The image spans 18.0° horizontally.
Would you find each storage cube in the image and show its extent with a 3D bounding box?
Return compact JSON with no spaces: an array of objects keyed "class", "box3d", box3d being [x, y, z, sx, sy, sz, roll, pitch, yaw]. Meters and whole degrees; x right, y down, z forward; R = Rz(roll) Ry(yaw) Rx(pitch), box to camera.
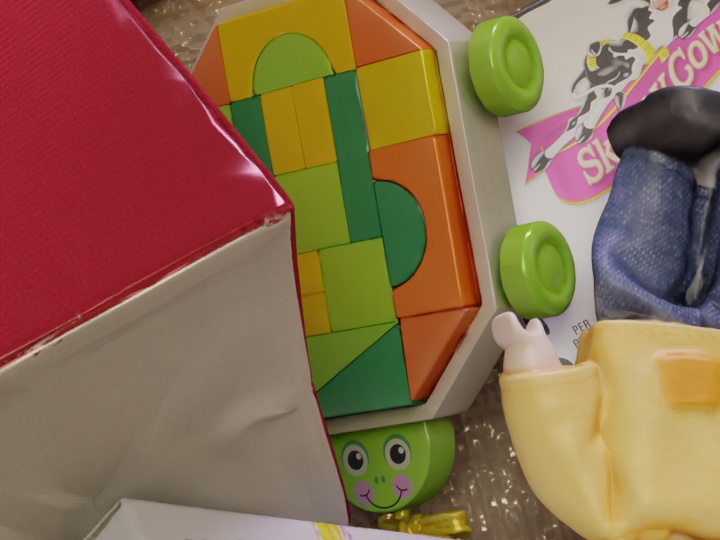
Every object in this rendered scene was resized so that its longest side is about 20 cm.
[{"class":"storage cube","box3d":[-0.128,0.019,0.713,0.199,0.171,0.180,-29,54,-16]}]

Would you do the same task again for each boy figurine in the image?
[{"class":"boy figurine","box3d":[0.098,0.045,0.719,0.124,0.064,0.201,15,71,-12]}]

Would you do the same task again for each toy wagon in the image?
[{"class":"toy wagon","box3d":[0.000,0.000,0.788,0.155,0.039,0.201,-11,87,37]}]

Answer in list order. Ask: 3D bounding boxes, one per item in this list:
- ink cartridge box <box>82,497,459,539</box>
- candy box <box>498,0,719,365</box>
[{"class":"ink cartridge box","box3d":[0.005,0.157,0.677,0.088,0.199,0.146,-51,48,27]},{"class":"candy box","box3d":[0.128,-0.015,0.811,0.167,0.072,0.201,-29,73,-5]}]
